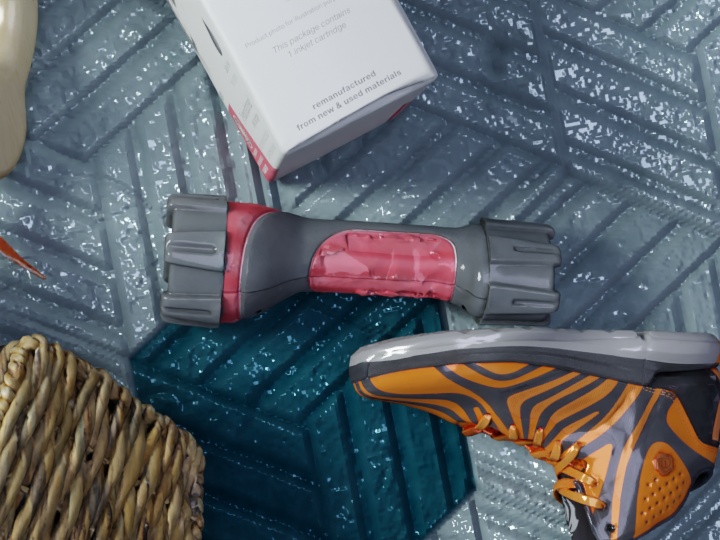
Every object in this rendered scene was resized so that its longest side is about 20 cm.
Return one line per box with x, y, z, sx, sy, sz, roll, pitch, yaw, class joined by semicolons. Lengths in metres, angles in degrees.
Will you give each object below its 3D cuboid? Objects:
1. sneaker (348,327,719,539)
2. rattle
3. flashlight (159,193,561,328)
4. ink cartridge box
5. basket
0.092;0.086;0.788;0.199;0.078;0.113;2;86;-8;sneaker
-0.231;-0.092;0.758;0.142;0.130;0.201;-1;114;3;rattle
0.000;0.000;0.782;0.199;0.068;0.068;4;76;-5;flashlight
-0.054;-0.153;0.744;0.084;0.146;0.201;-27;91;-7;ink cartridge box
-0.173;0.151;0.717;0.143;0.148;0.201;38;53;-32;basket
